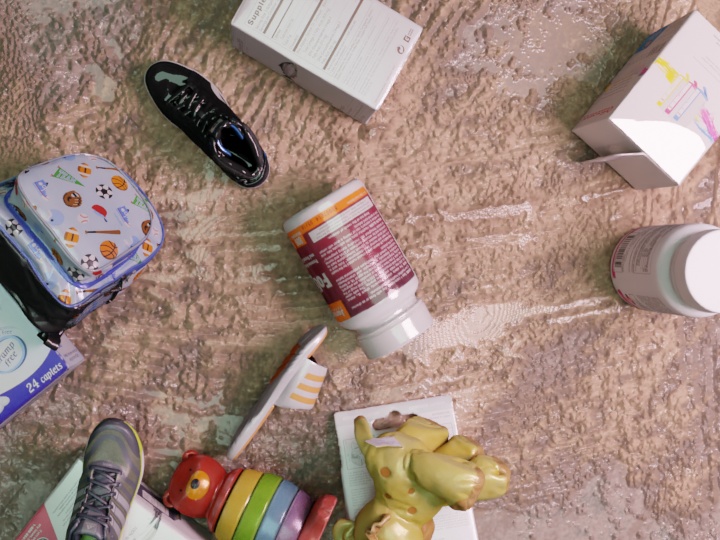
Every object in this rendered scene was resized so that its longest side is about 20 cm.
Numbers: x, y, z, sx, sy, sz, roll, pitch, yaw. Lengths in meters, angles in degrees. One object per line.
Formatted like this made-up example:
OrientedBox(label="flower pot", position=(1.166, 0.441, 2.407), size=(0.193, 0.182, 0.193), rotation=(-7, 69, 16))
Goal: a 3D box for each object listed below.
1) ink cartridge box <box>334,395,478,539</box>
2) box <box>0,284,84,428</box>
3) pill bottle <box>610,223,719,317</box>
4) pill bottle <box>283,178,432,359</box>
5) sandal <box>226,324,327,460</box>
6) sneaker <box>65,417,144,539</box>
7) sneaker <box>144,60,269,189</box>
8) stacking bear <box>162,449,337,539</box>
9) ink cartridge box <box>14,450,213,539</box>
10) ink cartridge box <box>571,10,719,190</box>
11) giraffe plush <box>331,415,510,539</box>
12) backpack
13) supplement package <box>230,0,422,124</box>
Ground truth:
OrientedBox(label="ink cartridge box", position=(0.057, 0.276, 1.162), size=(0.161, 0.057, 0.202), rotation=(-8, 72, -6))
OrientedBox(label="box", position=(-0.466, 0.091, 1.063), size=(0.184, 0.105, 0.200), rotation=(-39, 95, -5))
OrientedBox(label="pill bottle", position=(0.399, -0.001, 1.114), size=(0.112, 0.200, 0.115), rotation=(0, 92, -7))
OrientedBox(label="pill bottle", position=(0.000, 0.000, 1.111), size=(0.114, 0.114, 0.201), rotation=(-31, 94, -5))
OrientedBox(label="sandal", position=(-0.090, 0.161, 1.128), size=(0.059, 0.079, 0.207), rotation=(34, 96, -7))
OrientedBox(label="sneaker", position=(-0.291, 0.268, 1.015), size=(0.073, 0.081, 0.202), rotation=(8, 88, -7))
OrientedBox(label="sneaker", position=(-0.182, -0.186, 1.086), size=(0.200, 0.112, 0.073), rotation=(45, 85, -6))
OrientedBox(label="stacking bear", position=(-0.142, 0.292, 1.105), size=(0.199, 0.114, 0.122), rotation=(25, 78, 4))
OrientedBox(label="ink cartridge box", position=(-0.299, 0.335, 1.098), size=(0.200, 0.084, 0.145), rotation=(39, 87, -5))
OrientedBox(label="ink cartridge box", position=(0.378, -0.200, 1.144), size=(0.125, 0.129, 0.200), rotation=(40, 88, -6))
OrientedBox(label="giraffe plush", position=(0.057, 0.276, 1.059), size=(0.199, 0.172, 0.164), rotation=(11, 100, -35))
OrientedBox(label="backpack", position=(-0.325, -0.047, 1.031), size=(0.154, 0.190, 0.201), rotation=(-32, 95, 34))
OrientedBox(label="supplement package", position=(-0.044, -0.284, 1.098), size=(0.199, 0.117, 0.118), rotation=(30, 88, -6))
